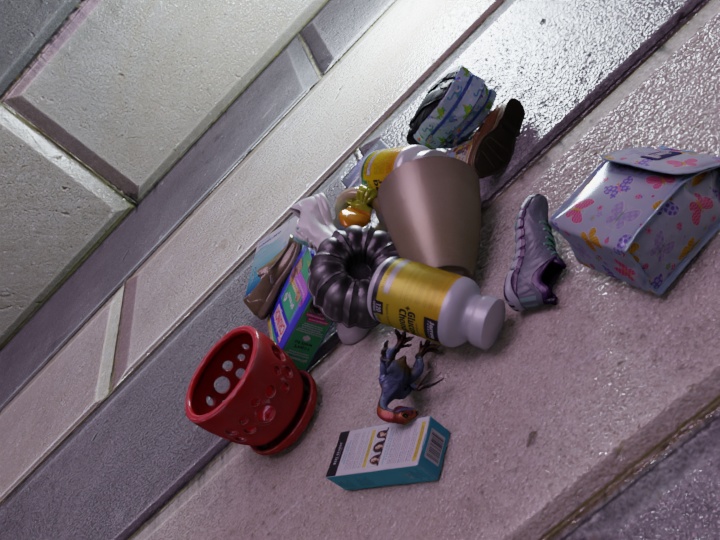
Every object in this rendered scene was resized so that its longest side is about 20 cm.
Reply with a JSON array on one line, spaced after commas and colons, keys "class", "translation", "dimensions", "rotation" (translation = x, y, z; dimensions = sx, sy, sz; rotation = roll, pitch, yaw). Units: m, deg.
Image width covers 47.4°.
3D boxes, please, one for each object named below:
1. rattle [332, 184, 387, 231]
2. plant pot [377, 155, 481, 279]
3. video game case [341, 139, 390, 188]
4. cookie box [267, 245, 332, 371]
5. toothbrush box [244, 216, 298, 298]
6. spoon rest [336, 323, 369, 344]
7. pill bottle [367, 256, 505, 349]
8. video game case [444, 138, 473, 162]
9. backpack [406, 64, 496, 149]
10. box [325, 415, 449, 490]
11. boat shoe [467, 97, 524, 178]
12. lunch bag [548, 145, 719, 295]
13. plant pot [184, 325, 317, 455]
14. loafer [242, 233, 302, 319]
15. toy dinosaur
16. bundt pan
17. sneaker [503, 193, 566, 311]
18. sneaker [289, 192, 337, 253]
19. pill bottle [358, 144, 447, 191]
[{"class": "rattle", "translation": [-0.026, -0.071, 1.675], "dimensions": [0.200, 0.130, 0.143], "rotation": [-37, 30, 44]}, {"class": "plant pot", "translation": [0.133, -0.063, 1.423], "dimensions": [0.187, 0.187, 0.200], "rotation": [-33, 47, 30]}, {"class": "video game case", "translation": [0.030, -0.229, 1.933], "dimensions": [0.143, 0.019, 0.200], "rotation": [-46, 26, 7]}, {"class": "cookie box", "translation": [-0.109, 0.072, 1.643], "dimensions": [0.200, 0.075, 0.171], "rotation": [-62, 23, 20]}, {"class": "toothbrush box", "translation": [-0.176, -0.013, 1.896], "dimensions": [0.146, 0.085, 0.200], "rotation": [-33, 33, 28]}, {"class": "spoon rest", "translation": [-0.004, 0.053, 1.605], "dimensions": [0.099, 0.061, 0.200], "rotation": [-27, 48, 40]}, {"class": "pill bottle", "translation": [0.119, 0.054, 1.282], "dimensions": [0.200, 0.112, 0.112], "rotation": [18, 67, 31]}, {"class": "video game case", "translation": [0.151, -0.165, 1.667], "dimensions": [0.182, 0.023, 0.200], "rotation": [-20, 39, 45]}, {"class": "backpack", "translation": [0.190, -0.337, 1.689], "dimensions": [0.163, 0.154, 0.200], "rotation": [-56, -8, -20]}, {"class": "box", "translation": [0.039, 0.281, 1.246], "dimensions": [0.200, 0.049, 0.082], "rotation": [-21, 38, 44]}, {"class": "boat shoe", "translation": [0.251, -0.244, 1.574], "dimensions": [0.068, 0.072, 0.200], "rotation": [-16, 33, 53]}, {"class": "lunch bag", "translation": [0.386, -0.091, 1.113], "dimensions": [0.200, 0.127, 0.170], "rotation": [-45, 29, -5]}, {"class": "plant pot", "translation": [-0.194, 0.232, 1.511], "dimensions": [0.200, 0.182, 0.201], "rotation": [-36, 29, 24]}, {"class": "loafer", "translation": [-0.184, 0.005, 1.732], "dimensions": [0.200, 0.067, 0.076], "rotation": [-63, 2, -8]}, {"class": "toy dinosaur", "translation": [0.066, 0.180, 1.287], "dimensions": [0.182, 0.105, 0.200], "rotation": [-60, -7, -37]}, {"class": "bundt pan", "translation": [0.000, 0.000, 1.494], "dimensions": [0.076, 0.201, 0.202], "rotation": [91, -159, -61]}, {"class": "sneaker", "translation": [0.284, -0.029, 1.260], "dimensions": [0.087, 0.074, 0.201], "rotation": [-6, 61, 41]}, {"class": "sneaker", "translation": [-0.088, -0.063, 1.623], "dimensions": [0.088, 0.075, 0.200], "rotation": [-15, 52, -8]}, {"class": "pill bottle", "translation": [0.092, -0.193, 1.643], "dimensions": [0.200, 0.113, 0.113], "rotation": [6, 60, 58]}]
